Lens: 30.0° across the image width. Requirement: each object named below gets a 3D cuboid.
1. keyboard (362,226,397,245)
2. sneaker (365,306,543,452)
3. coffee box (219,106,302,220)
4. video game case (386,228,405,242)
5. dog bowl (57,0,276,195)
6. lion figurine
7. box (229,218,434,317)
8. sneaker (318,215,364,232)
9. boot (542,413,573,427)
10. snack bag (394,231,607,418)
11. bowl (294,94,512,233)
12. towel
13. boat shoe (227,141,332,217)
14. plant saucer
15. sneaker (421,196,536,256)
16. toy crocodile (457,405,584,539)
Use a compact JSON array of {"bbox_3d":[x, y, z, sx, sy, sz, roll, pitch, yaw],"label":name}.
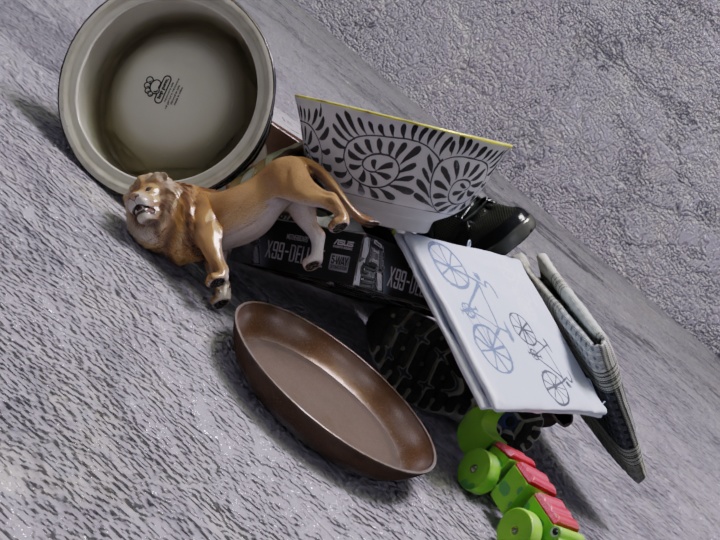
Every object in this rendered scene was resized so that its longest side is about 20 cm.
[{"bbox_3d":[0.026,-0.024,1.476,0.039,0.105,0.200,-11,33,-14],"label":"keyboard"},{"bbox_3d":[0.081,0.103,1.289,0.200,0.079,0.089,39,-1,-17],"label":"sneaker"},{"bbox_3d":[-0.136,-0.125,1.343,0.199,0.115,0.080,32,14,-24],"label":"coffee box"},{"bbox_3d":[0.045,-0.030,1.473,0.183,0.022,0.200,61,-3,-2],"label":"video game case"},{"bbox_3d":[-0.167,-0.155,1.215,0.200,0.200,0.074,41,0,10],"label":"dog bowl"},{"bbox_3d":[-0.094,-0.050,1.115,0.073,0.198,0.123,77,-7,-62],"label":"lion figurine"},{"bbox_3d":[0.000,0.000,1.273,0.157,0.050,0.199,11,-5,40],"label":"box"},{"bbox_3d":[-0.039,-0.078,1.478,0.074,0.087,0.200,3,28,-27],"label":"sneaker"},{"bbox_3d":[0.172,0.121,1.361,0.201,0.072,0.167,54,0,-29],"label":"boot"},{"bbox_3d":[0.129,0.052,1.217,0.199,0.021,0.190,10,46,-51],"label":"snack bag"},{"bbox_3d":[0.028,-0.089,1.193,0.199,0.095,0.201,14,7,-2],"label":"bowl"},{"bbox_3d":[0.224,0.091,1.359,0.194,0.034,0.200,66,-5,-34],"label":"towel"},{"bbox_3d":[-0.074,-0.080,1.243,0.200,0.075,0.072,1,76,-76],"label":"boat shoe"},{"bbox_3d":[-0.026,0.101,1.066,0.200,0.032,0.200,37,12,-9],"label":"plant saucer"},{"bbox_3d":[0.099,-0.060,1.381,0.115,0.076,0.199,55,-17,-14],"label":"sneaker"},{"bbox_3d":[0.139,0.193,1.134,0.067,0.062,0.200,28,17,-37],"label":"toy crocodile"}]
